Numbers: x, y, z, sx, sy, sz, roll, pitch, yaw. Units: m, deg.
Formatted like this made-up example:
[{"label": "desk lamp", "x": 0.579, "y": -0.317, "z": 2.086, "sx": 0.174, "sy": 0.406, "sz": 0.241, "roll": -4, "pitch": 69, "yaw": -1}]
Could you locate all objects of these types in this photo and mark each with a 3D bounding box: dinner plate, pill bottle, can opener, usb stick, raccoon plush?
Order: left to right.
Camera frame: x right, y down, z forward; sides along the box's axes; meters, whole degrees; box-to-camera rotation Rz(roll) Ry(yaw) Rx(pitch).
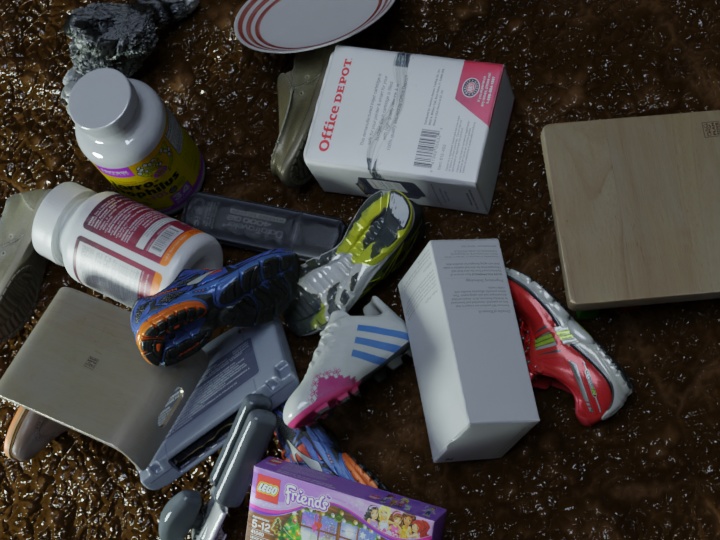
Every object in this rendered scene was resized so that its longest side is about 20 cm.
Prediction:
[{"label": "pill bottle", "x": -0.260, "y": -0.022, "z": 1.801, "sx": 0.198, "sy": 0.110, "sz": 0.110, "roll": 24, "pitch": 77, "yaw": 23}, {"label": "raccoon plush", "x": -0.271, "y": -0.243, "z": 1.929, "sx": 0.198, "sy": 0.135, "sz": 0.097, "roll": -17, "pitch": 43, "yaw": -27}, {"label": "pill bottle", "x": -0.250, "y": -0.144, "z": 1.797, "sx": 0.103, "sy": 0.200, "sz": 0.106, "roll": -6, "pitch": 67, "yaw": 14}, {"label": "can opener", "x": -0.144, "y": 0.214, "z": 1.655, "sx": 0.201, "sy": 0.066, "sz": 0.053, "roll": -61, "pitch": 30, "yaw": 24}, {"label": "usb stick", "x": -0.107, "y": -0.047, "z": 1.810, "sx": 0.198, "sy": 0.033, "sz": 0.056, "roll": 12, "pitch": 79, "yaw": 20}, {"label": "dinner plate", "x": -0.048, "y": -0.297, "z": 1.862, "sx": 0.198, "sy": 0.024, "sz": 0.201, "roll": -13, "pitch": 35, "yaw": 9}]

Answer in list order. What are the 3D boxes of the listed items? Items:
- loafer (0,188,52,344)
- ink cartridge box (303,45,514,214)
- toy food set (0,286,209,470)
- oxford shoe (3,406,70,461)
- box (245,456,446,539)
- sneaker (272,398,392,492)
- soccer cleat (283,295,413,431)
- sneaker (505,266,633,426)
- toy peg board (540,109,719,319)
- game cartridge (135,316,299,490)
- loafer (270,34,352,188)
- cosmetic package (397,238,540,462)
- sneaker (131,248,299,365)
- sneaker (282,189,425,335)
[{"label": "loafer", "x": -0.401, "y": -0.005, "z": 1.859, "sx": 0.068, "sy": 0.076, "sz": 0.202, "roll": 12, "pitch": 63, "yaw": 21}, {"label": "ink cartridge box", "x": 0.054, "y": -0.155, "z": 1.777, "sx": 0.198, "sy": 0.084, "sz": 0.146, "roll": 9, "pitch": 71, "yaw": 18}, {"label": "toy food set", "x": -0.277, "y": 0.114, "z": 1.718, "sx": 0.198, "sy": 0.061, "sz": 0.144, "roll": 20, "pitch": 62, "yaw": 22}, {"label": "oxford shoe", "x": -0.305, "y": 0.140, "z": 1.772, "sx": 0.073, "sy": 0.071, "sz": 0.200, "roll": 41, "pitch": 83, "yaw": 22}, {"label": "box", "x": -0.020, "y": 0.278, "z": 1.612, "sx": 0.198, "sy": 0.039, "sz": 0.139, "roll": 14, "pitch": 106, "yaw": 21}, {"label": "sneaker", "x": -0.053, "y": 0.199, "z": 1.673, "sx": 0.079, "sy": 0.075, "sz": 0.200, "roll": -47, "pitch": 62, "yaw": -2}, {"label": "soccer cleat", "x": -0.025, "y": 0.093, "z": 1.662, "sx": 0.087, "sy": 0.070, "sz": 0.199, "roll": 52, "pitch": 44, "yaw": 7}, {"label": "sneaker", "x": 0.187, "y": 0.076, "z": 1.653, "sx": 0.085, "sy": 0.077, "sz": 0.200, "roll": -44, "pitch": 63, "yaw": 3}, {"label": "toy peg board", "x": 0.292, "y": -0.048, "z": 1.675, "sx": 0.196, "sy": 0.098, "sz": 0.202, "roll": -5, "pitch": 67, "yaw": -3}, {"label": "game cartridge", "x": -0.156, "y": 0.132, "z": 1.712, "sx": 0.199, "sy": 0.041, "sz": 0.134, "roll": -36, "pitch": 37, "yaw": 10}, {"label": "loafer", "x": -0.064, "y": -0.182, "z": 1.833, "sx": 0.067, "sy": 0.076, "sz": 0.202, "roll": 10, "pitch": 62, "yaw": 20}, {"label": "cosmetic package", "x": 0.106, "y": 0.081, "z": 1.643, "sx": 0.084, "sy": 0.108, "sz": 0.202, "roll": -2, "pitch": 65, "yaw": -22}, {"label": "sneaker", "x": -0.152, "y": 0.022, "z": 1.682, "sx": 0.198, "sy": 0.076, "sz": 0.078, "roll": -23, "pitch": 40, "yaw": -23}, {"label": "sneaker", "x": 0.000, "y": 0.000, "z": 1.741, "sx": 0.200, "sy": 0.084, "sz": 0.075, "roll": -44, "pitch": 66, "yaw": 20}]
